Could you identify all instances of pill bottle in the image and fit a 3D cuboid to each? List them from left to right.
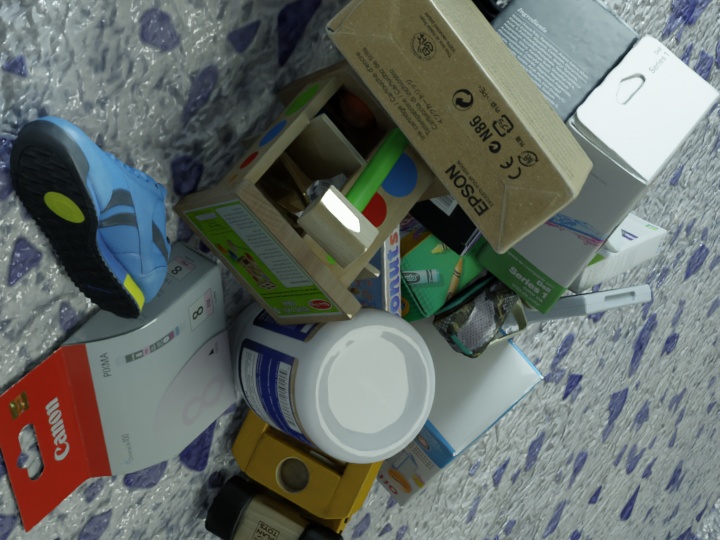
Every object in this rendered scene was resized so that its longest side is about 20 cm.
[{"bbox_3d":[-0.032,0.077,1.213,0.114,0.199,0.118,-3,97,-24],"label":"pill bottle"}]

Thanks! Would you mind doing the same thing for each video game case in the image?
[{"bbox_3d":[0.181,0.043,1.600,0.181,0.198,0.022,-6,87,-59],"label":"video game case"}]

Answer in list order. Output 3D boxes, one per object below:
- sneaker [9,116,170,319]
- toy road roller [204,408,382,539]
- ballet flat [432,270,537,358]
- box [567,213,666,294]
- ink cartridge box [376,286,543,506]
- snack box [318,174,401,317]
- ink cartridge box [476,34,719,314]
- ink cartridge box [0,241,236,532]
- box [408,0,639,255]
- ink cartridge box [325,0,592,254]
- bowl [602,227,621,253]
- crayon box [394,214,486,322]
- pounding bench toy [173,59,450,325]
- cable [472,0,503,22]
[{"bbox_3d":[-0.172,-0.050,1.013,0.079,0.065,0.201,-61,157,-25],"label":"sneaker"},{"bbox_3d":[-0.045,0.181,1.406,0.202,0.122,0.146,-65,168,11],"label":"toy road roller"},{"bbox_3d":[0.136,0.017,1.381,0.200,0.071,0.073,-41,148,-42],"label":"ballet flat"},{"bbox_3d":[0.219,-0.040,1.618,0.199,0.143,0.037,-17,130,-53],"label":"box"},{"bbox_3d":[0.060,0.123,1.452,0.125,0.129,0.200,-38,170,-27],"label":"ink cartridge box"},{"bbox_3d":[0.000,0.000,1.296,0.024,0.071,0.203,-28,125,-45],"label":"snack box"},{"bbox_3d":[0.198,-0.079,1.291,0.145,0.084,0.201,-46,172,-37],"label":"ink cartridge box"},{"bbox_3d":[-0.179,0.098,1.159,0.200,0.057,0.164,-48,152,-34],"label":"ink cartridge box"},{"bbox_3d":[0.123,-0.137,1.297,0.200,0.104,0.148,-47,174,-28],"label":"box"},{"bbox_3d":[0.076,-0.123,1.098,0.075,0.201,0.165,-38,-179,16],"label":"ink cartridge box"},{"bbox_3d":[0.187,-0.102,1.514,0.201,0.089,0.204,-18,90,-73],"label":"bowl"},{"bbox_3d":[0.070,-0.022,1.392,0.200,0.118,0.059,-39,104,-37],"label":"crayon box"},{"bbox_3d":[-0.010,-0.063,1.094,0.124,0.199,0.156,47,68,-17],"label":"pounding bench toy"},{"bbox_3d":[0.156,-0.290,1.363,0.162,0.050,0.202,-18,132,-54],"label":"cable"}]
